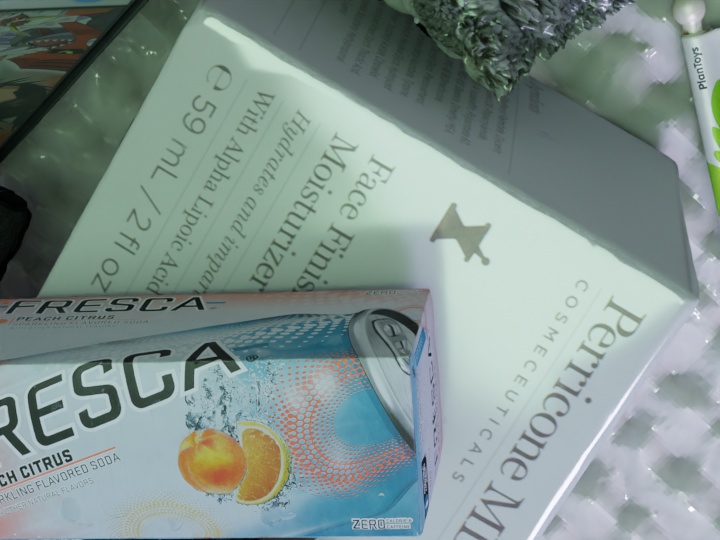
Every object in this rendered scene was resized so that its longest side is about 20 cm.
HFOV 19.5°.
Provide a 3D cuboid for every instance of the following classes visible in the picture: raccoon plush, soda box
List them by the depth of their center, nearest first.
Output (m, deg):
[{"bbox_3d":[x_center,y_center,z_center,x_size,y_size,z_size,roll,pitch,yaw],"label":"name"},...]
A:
[{"bbox_3d":[-0.075,0.047,0.690,0.199,0.068,0.064,-2,108,8],"label":"soda box"},{"bbox_3d":[0.098,-0.137,0.754,0.199,0.134,0.097,-29,103,14],"label":"raccoon plush"}]

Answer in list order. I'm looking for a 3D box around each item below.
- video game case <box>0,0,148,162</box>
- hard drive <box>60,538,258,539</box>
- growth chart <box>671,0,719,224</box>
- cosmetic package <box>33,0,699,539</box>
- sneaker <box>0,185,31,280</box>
[{"bbox_3d":[-0.185,-0.075,0.746,0.180,0.200,0.026,-5,74,-31],"label":"video game case"},{"bbox_3d":[-0.042,0.119,0.799,0.139,0.200,0.038,23,95,22],"label":"hard drive"},{"bbox_3d":[0.221,-0.086,0.821,0.199,0.018,0.145,-18,104,10],"label":"growth chart"},{"bbox_3d":[0.000,0.000,0.792,0.199,0.165,0.165,29,110,-4],"label":"cosmetic package"},{"bbox_3d":[-0.164,0.025,0.845,0.073,0.200,0.112,27,69,21],"label":"sneaker"}]
